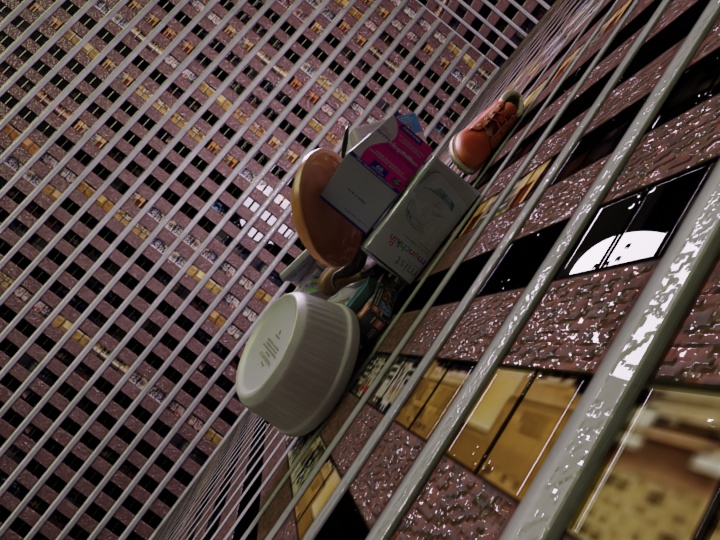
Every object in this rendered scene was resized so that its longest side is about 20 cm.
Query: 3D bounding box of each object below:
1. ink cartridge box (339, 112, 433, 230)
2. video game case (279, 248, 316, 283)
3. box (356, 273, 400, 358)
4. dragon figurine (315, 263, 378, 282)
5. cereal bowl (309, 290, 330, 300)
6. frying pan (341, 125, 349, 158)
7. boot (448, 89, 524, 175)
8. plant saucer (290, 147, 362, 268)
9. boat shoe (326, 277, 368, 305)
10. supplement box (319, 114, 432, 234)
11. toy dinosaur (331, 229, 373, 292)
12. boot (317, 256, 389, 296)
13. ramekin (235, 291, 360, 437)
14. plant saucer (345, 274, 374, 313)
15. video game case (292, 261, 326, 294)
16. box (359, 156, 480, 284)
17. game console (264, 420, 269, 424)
[{"bbox_3d":[0.066,-0.190,1.064,0.146,0.202,0.146,-19,-7,-18],"label":"ink cartridge box"},{"bbox_3d":[-0.079,-0.039,1.243,0.200,0.022,0.182,-43,-21,16],"label":"video game case"},{"bbox_3d":[-0.017,0.110,0.816,0.200,0.038,0.137,-52,3,24],"label":"box"},{"bbox_3d":[-0.003,-0.023,1.180,0.059,0.198,0.100,92,178,-53],"label":"dragon figurine"},{"bbox_3d":[-0.119,0.136,1.274,0.199,0.084,0.200,-26,-21,-11],"label":"cereal bowl"},{"bbox_3d":[-0.037,-0.177,1.023,0.115,0.031,0.192,93,-168,-71],"label":"frying pan"},{"bbox_3d":[0.233,-0.258,0.934,0.200,0.075,0.107,-54,8,-35],"label":"boot"},{"bbox_3d":[-0.058,-0.103,0.868,0.037,0.201,0.201,-5,31,29],"label":"plant saucer"},{"bbox_3d":[-0.019,0.071,1.015,0.074,0.065,0.202,-20,-10,-25],"label":"boat shoe"},{"bbox_3d":[0.032,-0.167,0.863,0.103,0.101,0.200,-49,4,39],"label":"supplement box"},{"bbox_3d":[-0.008,-0.043,0.994,0.102,0.076,0.202,58,-148,-58],"label":"toy dinosaur"},{"bbox_3d":[0.000,0.000,1.042,0.199,0.074,0.076,-26,17,7],"label":"boot"},{"bbox_3d":[-0.097,0.123,0.727,0.202,0.094,0.203,-42,30,31],"label":"ramekin"},{"bbox_3d":[-0.041,0.095,0.816,0.201,0.019,0.070,-53,3,13],"label":"plant saucer"},{"bbox_3d":[-0.054,0.023,1.287,0.199,0.023,0.182,6,-45,-42],"label":"video game case"},{"bbox_3d":[0.086,-0.079,0.852,0.177,0.096,0.200,-53,3,0],"label":"box"},{"bbox_3d":[-0.156,0.264,1.227,0.200,0.031,0.177,-51,4,45],"label":"game console"}]
